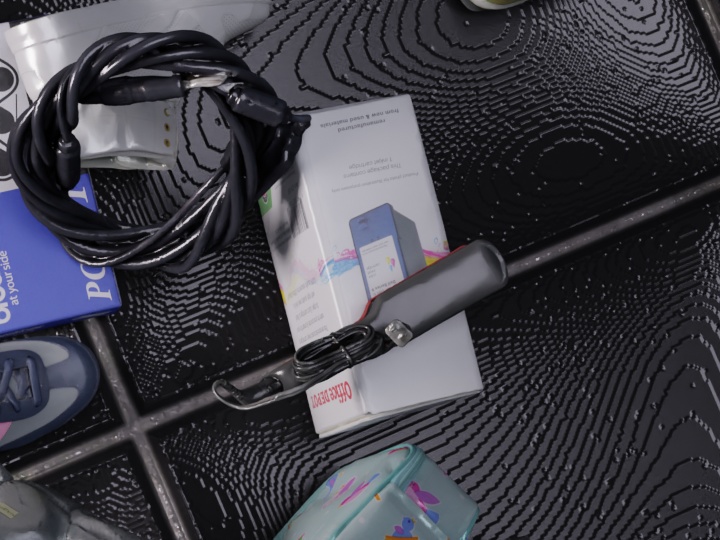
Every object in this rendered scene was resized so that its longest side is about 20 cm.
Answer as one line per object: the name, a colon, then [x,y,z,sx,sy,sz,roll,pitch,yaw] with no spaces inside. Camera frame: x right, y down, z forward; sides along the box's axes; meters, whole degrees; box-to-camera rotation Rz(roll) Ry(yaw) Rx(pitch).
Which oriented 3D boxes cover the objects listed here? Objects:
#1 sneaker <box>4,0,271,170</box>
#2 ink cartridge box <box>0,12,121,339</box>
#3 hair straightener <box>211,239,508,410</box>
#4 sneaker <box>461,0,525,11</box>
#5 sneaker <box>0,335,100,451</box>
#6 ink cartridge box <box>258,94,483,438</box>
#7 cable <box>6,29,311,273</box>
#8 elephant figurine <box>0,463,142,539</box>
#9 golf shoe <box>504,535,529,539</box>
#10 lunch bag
sneaker: [-0.132,-0.123,1.711,0.200,0.074,0.116,-18,91,-35]
ink cartridge box: [-0.226,-0.060,1.703,0.094,0.044,0.200,-14,85,-14]
hair straightener: [0.002,0.034,1.579,0.200,0.077,0.041,-24,90,-16]
sneaker: [0.163,-0.232,1.799,0.200,0.089,0.077,-29,110,-14]
sneaker: [-0.255,0.085,1.636,0.200,0.082,0.070,-16,86,-17]
ink cartridge box: [0.000,0.000,1.700,0.087,0.145,0.200,-11,84,-15]
cable: [-0.137,-0.067,1.614,0.163,0.200,0.051,23,43,-32]
elephant figurine: [-0.204,0.240,1.632,0.141,0.200,0.155,12,43,9]
golf shoe: [0.075,0.262,1.679,0.094,0.200,0.078,-15,123,17]
lunch bag: [-0.027,0.203,1.659,0.077,0.160,0.200,47,68,-9]
